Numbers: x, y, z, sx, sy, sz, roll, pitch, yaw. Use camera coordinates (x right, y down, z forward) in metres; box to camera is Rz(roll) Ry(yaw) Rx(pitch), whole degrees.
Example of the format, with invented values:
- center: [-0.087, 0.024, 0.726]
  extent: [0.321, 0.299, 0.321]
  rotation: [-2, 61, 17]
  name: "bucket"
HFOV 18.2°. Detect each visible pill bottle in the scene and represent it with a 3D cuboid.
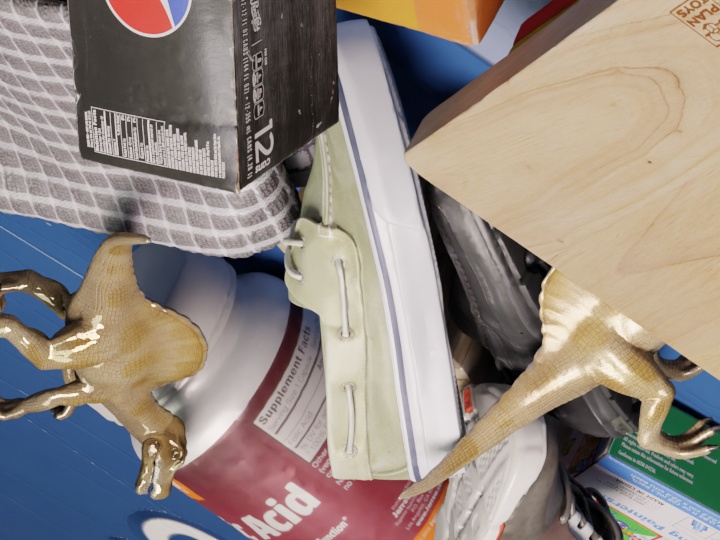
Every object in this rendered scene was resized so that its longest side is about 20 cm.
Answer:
- center: [-0.042, 0.074, 1.124]
  extent: [0.200, 0.115, 0.114]
  rotation: [37, 153, -22]
  name: "pill bottle"

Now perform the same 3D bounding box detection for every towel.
- center: [-0.123, -0.089, 0.925]
  extent: [0.199, 0.086, 0.166]
  rotation: [12, 150, 29]
  name: "towel"

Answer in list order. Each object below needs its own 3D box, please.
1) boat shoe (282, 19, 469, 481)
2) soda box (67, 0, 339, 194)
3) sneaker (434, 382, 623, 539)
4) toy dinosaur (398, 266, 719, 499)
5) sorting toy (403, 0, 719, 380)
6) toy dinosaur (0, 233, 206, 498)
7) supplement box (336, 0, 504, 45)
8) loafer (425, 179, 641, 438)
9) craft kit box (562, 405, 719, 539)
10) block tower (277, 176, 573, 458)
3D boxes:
- center: [0.000, 0.000, 0.905]
  extent: [0.062, 0.072, 0.201]
  rotation: [-11, 110, 1]
  name: "boat shoe"
- center: [-0.050, -0.131, 0.682]
  extent: [0.063, 0.071, 0.201]
  rotation: [12, 118, 25]
  name: "soda box"
- center: [0.081, 0.106, 1.019]
  extent: [0.081, 0.078, 0.200]
  rotation: [-2, 153, -5]
  name: "sneaker"
- center: [0.106, 0.029, 0.906]
  extent: [0.101, 0.058, 0.200]
  rotation: [34, 112, -29]
  name: "toy dinosaur"
- center: [0.147, -0.039, 0.746]
  extent: [0.198, 0.070, 0.200]
  rotation: [34, 154, -13]
  name: "sorting toy"
- center: [-0.119, 0.025, 0.989]
  extent: [0.100, 0.059, 0.201]
  rotation: [3, 143, 4]
  name: "toy dinosaur"
- center: [-0.041, -0.143, 0.769]
  extent: [0.199, 0.069, 0.067]
  rotation: [16, 152, 17]
  name: "supplement box"
- center: [0.066, 0.009, 0.951]
  extent: [0.070, 0.068, 0.201]
  rotation: [3, 149, 29]
  name: "loafer"
- center: [0.178, 0.147, 1.137]
  extent: [0.199, 0.049, 0.198]
  rotation: [29, 152, -6]
  name: "craft kit box"
- center: [0.039, 0.027, 1.026]
  extent: [0.054, 0.058, 0.200]
  rotation: [5, 148, 38]
  name: "block tower"
